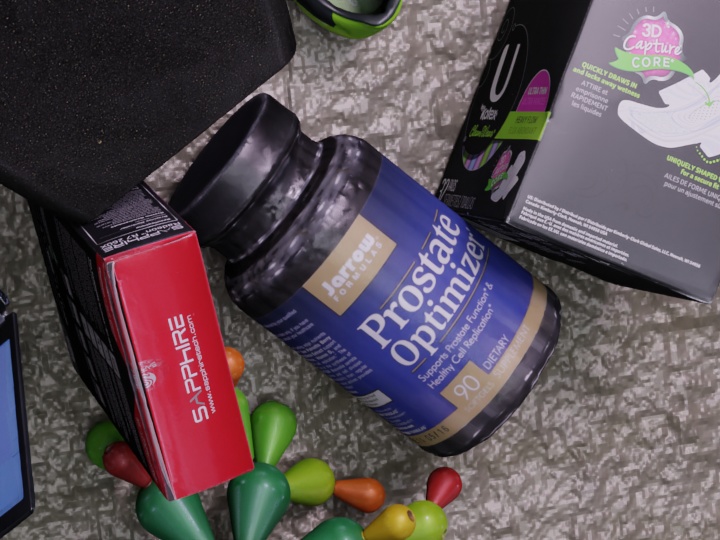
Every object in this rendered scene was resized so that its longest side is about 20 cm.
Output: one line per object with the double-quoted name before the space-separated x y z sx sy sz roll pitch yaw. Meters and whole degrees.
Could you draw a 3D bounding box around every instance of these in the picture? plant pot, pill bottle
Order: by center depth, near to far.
"plant pot" -0.145 -0.146 1.086 0.200 0.200 0.178 -40 126 -1
"pill bottle" 0.000 0.000 1.233 0.200 0.112 0.112 38 84 -15

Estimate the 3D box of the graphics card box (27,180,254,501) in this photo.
"graphics card box" -0.114 0.018 1.149 0.051 0.200 0.126 -19 111 -15

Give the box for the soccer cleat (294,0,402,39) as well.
"soccer cleat" -0.054 -0.197 1.218 0.200 0.081 0.068 40 84 -15

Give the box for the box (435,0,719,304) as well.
"box" 0.144 -0.101 1.245 0.124 0.149 0.201 22 89 -14

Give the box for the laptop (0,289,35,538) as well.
"laptop" -0.259 0.062 1.122 0.177 0.103 0.200 -37 98 27

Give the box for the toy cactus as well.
"toy cactus" -0.051 0.132 1.218 0.199 0.102 0.165 20 50 -7
